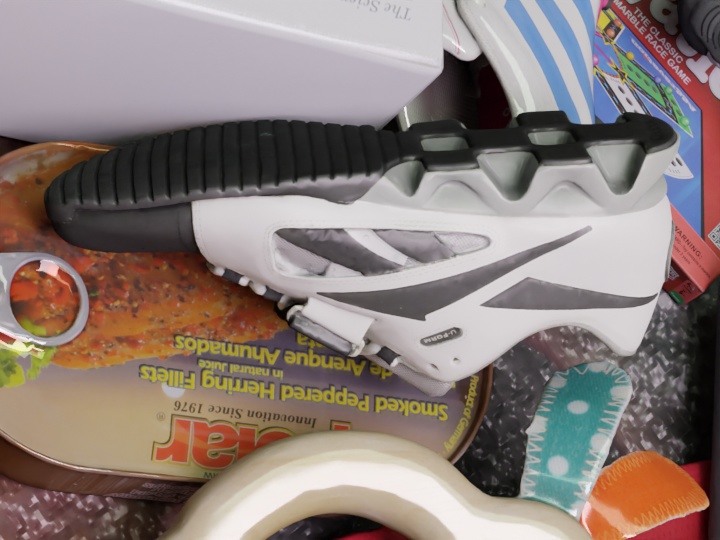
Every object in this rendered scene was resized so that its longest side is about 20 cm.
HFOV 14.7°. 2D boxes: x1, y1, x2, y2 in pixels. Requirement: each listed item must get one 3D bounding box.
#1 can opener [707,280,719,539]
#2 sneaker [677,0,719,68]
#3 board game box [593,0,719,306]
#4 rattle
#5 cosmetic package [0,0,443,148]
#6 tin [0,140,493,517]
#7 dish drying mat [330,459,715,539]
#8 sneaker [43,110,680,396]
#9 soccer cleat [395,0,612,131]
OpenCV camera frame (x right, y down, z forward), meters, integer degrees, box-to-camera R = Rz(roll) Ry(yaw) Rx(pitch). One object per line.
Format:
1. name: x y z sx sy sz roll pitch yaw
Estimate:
1. can opener: 0.160 0.014 0.993 0.066 0.053 0.201 20 63 -20
2. sneaker: 0.139 -0.145 1.054 0.084 0.075 0.200 29 37 1
3. board game box: 0.086 -0.093 1.041 0.200 0.019 0.103 48 56 -2
4. rattle: 0.033 0.093 0.843 0.199 0.143 0.131 -18 75 -12
5. cosmetic package: -0.083 -0.150 0.919 0.198 0.123 0.201 12 63 -22
6. tin: -0.052 0.023 0.915 0.199 0.042 0.113 9 62 -24
7. dish drying mat: 0.084 0.111 0.958 0.199 0.018 0.077 -8 74 -30
8. sneaker: 0.000 0.000 0.876 0.199 0.074 0.089 0 110 1
9. soccer cleat: 0.045 -0.100 0.962 0.086 0.070 0.201 21 60 -43
